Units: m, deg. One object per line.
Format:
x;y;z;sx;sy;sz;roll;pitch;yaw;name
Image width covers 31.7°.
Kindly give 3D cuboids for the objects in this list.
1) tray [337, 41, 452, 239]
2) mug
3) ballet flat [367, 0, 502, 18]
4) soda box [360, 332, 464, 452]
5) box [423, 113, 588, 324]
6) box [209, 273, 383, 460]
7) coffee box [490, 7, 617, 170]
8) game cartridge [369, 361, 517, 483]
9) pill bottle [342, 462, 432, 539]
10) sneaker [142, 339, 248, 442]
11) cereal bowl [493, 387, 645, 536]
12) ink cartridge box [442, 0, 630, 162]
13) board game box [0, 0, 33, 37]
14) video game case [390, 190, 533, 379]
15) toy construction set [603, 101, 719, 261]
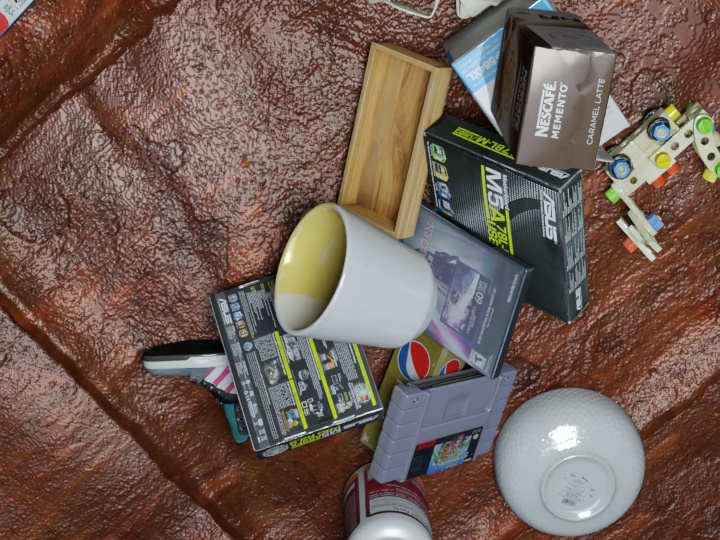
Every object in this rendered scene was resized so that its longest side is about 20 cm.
0.038;-0.150;1.456;0.098;0.037;0.203;27;115;35;tray
0.005;0.002;1.439;0.152;0.189;0.149;19;149;-31;mug
0.097;-0.313;1.411;0.197;0.070;0.071;6;111;6;ballet flat
0.073;0.139;1.565;0.067;0.064;0.202;33;113;33;soda box
0.164;-0.058;1.423;0.047;0.192;0.202;-38;139;-26;box
-0.076;0.102;1.495;0.158;0.044;0.202;-18;69;-6;box
0.185;-0.183;1.251;0.078;0.200;0.116;5;110;-4;coffee box
0.104;0.186;1.549;0.198;0.038;0.132;-8;119;-42;game cartridge
0.034;0.331;1.577;0.111;0.200;0.115;0;111;-1;pill bottle
-0.169;0.151;1.570;0.196;0.084;0.123;0;101;-3;sneaker
0.271;0.256;1.620;0.197;0.084;0.203;-1;110;-3;cereal bowl
0.200;-0.199;1.421;0.124;0.129;0.201;-34;107;11;ink cartridge box
-0.403;-0.387;1.370;0.200;0.056;0.196;-43;106;13;board game box
0.101;0.014;1.469;0.199;0.019;0.145;33;122;33;video game case
0.362;-0.115;1.485;0.131;0.092;0.200;42;93;-16;toy construction set
